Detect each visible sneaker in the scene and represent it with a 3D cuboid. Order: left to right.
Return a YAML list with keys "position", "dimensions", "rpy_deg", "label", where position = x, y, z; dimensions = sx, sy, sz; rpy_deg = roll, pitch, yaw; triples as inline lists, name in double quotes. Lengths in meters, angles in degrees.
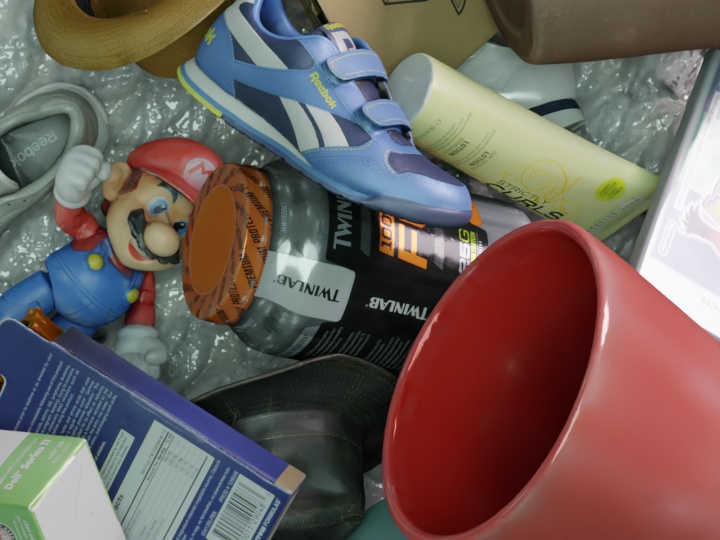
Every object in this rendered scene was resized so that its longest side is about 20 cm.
- position: [-0.245, -0.045, 1.610]
  dimensions: [0.076, 0.092, 0.200]
  rpy_deg: [45, 91, -1]
  label: "sneaker"
- position: [-0.012, -0.094, 1.487]
  dimensions: [0.200, 0.074, 0.082]
  rpy_deg: [34, 99, 16]
  label: "sneaker"
- position: [0.040, -0.102, 1.628]
  dimensions: [0.199, 0.076, 0.081]
  rpy_deg: [-14, 85, -8]
  label: "sneaker"

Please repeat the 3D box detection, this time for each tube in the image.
- position: [0.101, -0.070, 1.573]
  dimensions: [0.200, 0.058, 0.052]
  rpy_deg: [26, 85, -34]
  label: "tube"

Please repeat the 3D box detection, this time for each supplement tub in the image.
- position: [0.000, 0.000, 1.569]
  dimensions: [0.199, 0.122, 0.123]
  rpy_deg: [11, 92, -26]
  label: "supplement tub"

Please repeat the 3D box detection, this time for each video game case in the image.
- position: [0.266, -0.021, 1.590]
  dimensions: [0.182, 0.023, 0.200]
  rpy_deg: [30, 59, -11]
  label: "video game case"

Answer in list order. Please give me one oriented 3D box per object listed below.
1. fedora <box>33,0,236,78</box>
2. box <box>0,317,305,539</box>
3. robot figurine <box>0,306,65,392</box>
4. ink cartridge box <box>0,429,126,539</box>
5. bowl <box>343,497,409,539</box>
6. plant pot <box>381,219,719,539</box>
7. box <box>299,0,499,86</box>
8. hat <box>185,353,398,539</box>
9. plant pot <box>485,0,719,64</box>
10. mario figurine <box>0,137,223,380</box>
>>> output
- position: [-0.106, -0.184, 1.597]
  dimensions: [0.200, 0.201, 0.082]
  rpy_deg: [-38, 131, 1]
  label: "fedora"
- position: [-0.143, 0.117, 1.522]
  dimensions: [0.200, 0.032, 0.121]
  rpy_deg: [32, 118, 5]
  label: "box"
- position: [-0.232, 0.118, 1.599]
  dimensions: [0.145, 0.058, 0.200]
  rpy_deg: [39, 112, -23]
  label: "robot figurine"
- position: [-0.241, 0.153, 1.518]
  dimensions: [0.199, 0.067, 0.117]
  rpy_deg: [4, 128, 29]
  label: "ink cartridge box"
- position: [0.054, 0.208, 1.592]
  dimensions: [0.200, 0.105, 0.201]
  rpy_deg: [0, 131, 0]
  label: "bowl"
- position: [0.140, 0.096, 1.479]
  dimensions: [0.177, 0.200, 0.201]
  rpy_deg: [27, 91, -27]
  label: "plant pot"
- position: [0.038, -0.208, 1.572]
  dimensions: [0.200, 0.021, 0.164]
  rpy_deg: [-42, 116, -28]
  label: "box"
- position: [-0.051, 0.134, 1.571]
  dimensions: [0.200, 0.201, 0.081]
  rpy_deg: [-14, 58, 0]
  label: "hat"
- position: [0.163, -0.203, 1.543]
  dimensions: [0.174, 0.200, 0.201]
  rpy_deg: [-20, 92, -10]
  label: "plant pot"
- position: [-0.158, 0.001, 1.600]
  dimensions: [0.200, 0.123, 0.106]
  rpy_deg: [-46, 63, 6]
  label: "mario figurine"
